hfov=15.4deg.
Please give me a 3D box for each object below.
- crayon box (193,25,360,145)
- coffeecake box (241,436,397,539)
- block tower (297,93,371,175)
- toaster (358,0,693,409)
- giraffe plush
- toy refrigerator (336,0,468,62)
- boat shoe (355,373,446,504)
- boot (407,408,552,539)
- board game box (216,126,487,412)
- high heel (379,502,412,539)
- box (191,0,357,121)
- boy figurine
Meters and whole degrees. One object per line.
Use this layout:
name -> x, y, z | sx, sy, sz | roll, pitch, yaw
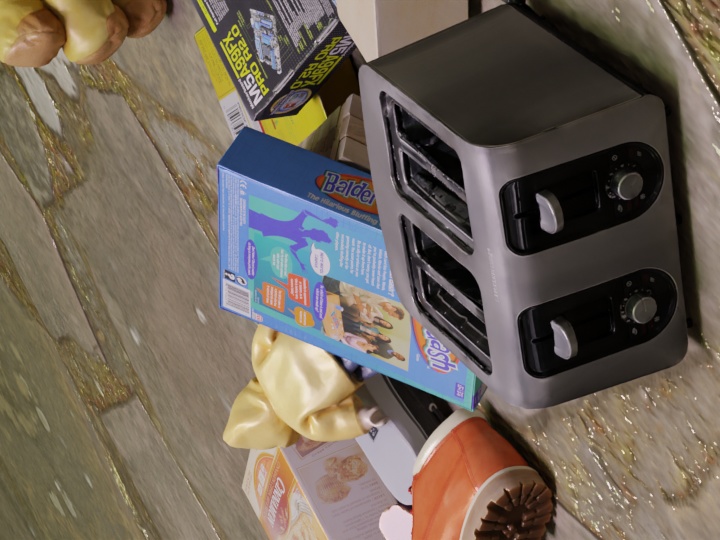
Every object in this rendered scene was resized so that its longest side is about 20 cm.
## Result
crayon box -> -0.052, -0.142, 1.939 | 0.128, 0.051, 0.200 | 69, 160, -1
coffeecake box -> -0.018, 0.220, 2.206 | 0.201, 0.073, 0.154 | 60, 159, 22
block tower -> -0.028, -0.054, 1.852 | 0.200, 0.058, 0.054 | -37, 34, 53
toaster -> 0.092, -0.045, 1.541 | 0.200, 0.118, 0.182 | 43, 148, 53
giraffe plush -> -0.252, -0.288, 2.195 | 0.200, 0.172, 0.163 | 41, 140, 21
toy refrigerator -> 0.025, -0.223, 1.617 | 0.076, 0.070, 0.201 | -121, 20, -45
boat shoe -> 0.016, 0.089, 1.989 | 0.201, 0.056, 0.069 | 59, 142, 26
boot -> 0.065, 0.194, 1.896 | 0.107, 0.075, 0.201 | 53, 131, 42
board game box -> 0.000, 0.000, 1.798 | 0.199, 0.045, 0.153 | 23, 143, 15
high heel -> 0.101, 0.238, 1.968 | 0.067, 0.096, 0.200 | -43, 77, 23
box -> -0.062, -0.228, 1.801 | 0.160, 0.044, 0.201 | -46, 65, 46
boy figurine -> -0.028, 0.073, 1.937 | 0.124, 0.064, 0.200 | 50, 125, 13
